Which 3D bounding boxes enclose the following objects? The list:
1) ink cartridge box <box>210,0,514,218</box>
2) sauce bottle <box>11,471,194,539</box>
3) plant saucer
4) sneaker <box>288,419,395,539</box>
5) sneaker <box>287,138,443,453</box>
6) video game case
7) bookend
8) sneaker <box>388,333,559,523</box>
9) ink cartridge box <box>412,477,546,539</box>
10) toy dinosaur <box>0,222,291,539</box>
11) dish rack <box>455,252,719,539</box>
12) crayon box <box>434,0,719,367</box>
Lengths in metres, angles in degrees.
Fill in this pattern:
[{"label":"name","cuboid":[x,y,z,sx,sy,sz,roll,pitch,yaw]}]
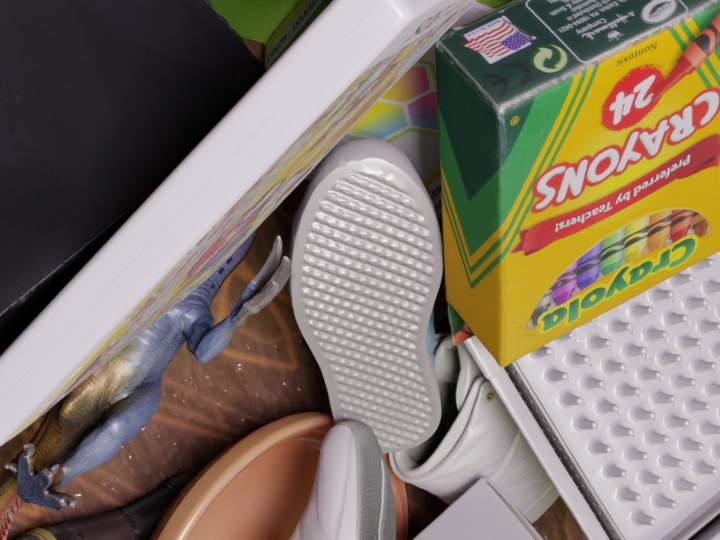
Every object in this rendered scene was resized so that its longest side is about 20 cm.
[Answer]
[{"label":"ink cartridge box","cuboid":[-0.011,-0.111,0.765,0.199,0.076,0.148,14,145,-26]},{"label":"sauce bottle","cuboid":[-0.164,0.163,0.860,0.199,0.066,0.066,-30,120,-21]},{"label":"plant saucer","cuboid":[-0.052,0.165,0.887,0.200,0.037,0.201,-25,125,-42]},{"label":"sneaker","cuboid":[-0.031,0.169,0.822,0.070,0.080,0.202,33,64,-69]},{"label":"sneaker","cuboid":[0.000,0.000,0.824,0.073,0.082,0.201,-7,138,-5]},{"label":"video game case","cuboid":[-0.034,-0.037,0.588,0.023,0.182,0.200,46,113,-1]},{"label":"bookend","cuboid":[-0.149,-0.011,0.623,0.199,0.200,0.092,-42,90,-21]},{"label":"sneaker","cuboid":[0.098,0.045,0.906,0.115,0.074,0.200,29,99,-46]},{"label":"ink cartridge box","cuboid":[0.070,0.221,0.936,0.146,0.084,0.200,-41,143,-1]},{"label":"toy dinosaur","cuboid":[-0.115,0.022,0.815,0.105,0.200,0.181,43,48,3]},{"label":"dish rack","cuboid":[0.144,0.044,0.870,0.171,0.044,0.201,-35,99,-18]},{"label":"crayon box","cuboid":[0.099,-0.040,0.740,0.127,0.051,0.200,-28,145,-15]}]
